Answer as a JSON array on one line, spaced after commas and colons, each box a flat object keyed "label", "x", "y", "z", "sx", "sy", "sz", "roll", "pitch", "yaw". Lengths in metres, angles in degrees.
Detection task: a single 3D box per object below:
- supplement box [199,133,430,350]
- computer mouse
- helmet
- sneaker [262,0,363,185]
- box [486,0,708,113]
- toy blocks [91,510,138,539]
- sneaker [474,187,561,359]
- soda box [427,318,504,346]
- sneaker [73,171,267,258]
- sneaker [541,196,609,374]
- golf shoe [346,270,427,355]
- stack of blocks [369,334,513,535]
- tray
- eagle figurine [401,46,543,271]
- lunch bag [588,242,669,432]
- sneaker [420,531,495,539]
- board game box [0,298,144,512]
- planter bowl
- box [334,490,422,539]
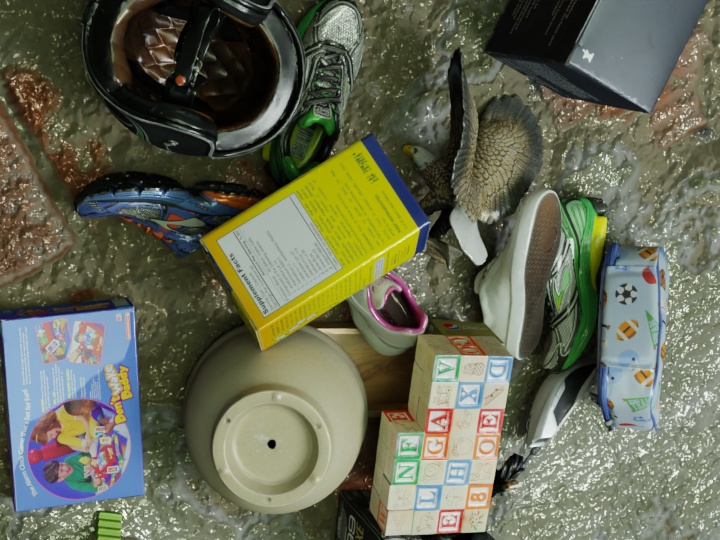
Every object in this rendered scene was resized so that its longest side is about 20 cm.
[{"label": "supplement box", "x": -0.044, "y": -0.026, "z": 1.374, "sx": 0.199, "sy": 0.110, "sz": 0.109, "roll": -32, "pitch": 79, "yaw": -8}, {"label": "computer mouse", "x": 0.205, "y": 0.169, "z": 1.590, "sx": 0.044, "sy": 0.110, "sz": 0.200, "roll": 37, "pitch": 75, "yaw": 5}, {"label": "helmet", "x": -0.157, "y": -0.201, "z": 1.328, "sx": 0.198, "sy": 0.191, "sz": 0.202, "roll": 0, "pitch": 89, "yaw": 15}, {"label": "sneaker", "x": -0.037, "y": -0.178, "z": 1.421, "sx": 0.077, "sy": 0.085, "sz": 0.202, "roll": 13, "pitch": 96, "yaw": -21}, {"label": "box", "x": 0.255, "y": -0.282, "z": 1.446, "sx": 0.117, "sy": 0.200, "sz": 0.198, "roll": 26, "pitch": 93, "yaw": -22}, {"label": "toy blocks", "x": -0.258, "y": 0.369, "z": 1.437, "sx": 0.099, "sy": 0.137, "sz": 0.202, "roll": 11, "pitch": 98, "yaw": -21}, {"label": "sneaker", "x": 0.161, "y": -0.004, "z": 1.515, "sx": 0.073, "sy": 0.084, "sz": 0.202, "roll": -22, "pitch": 131, "yaw": -44}, {"label": "soda box", "x": 0.097, "y": 0.158, "z": 1.515, "sx": 0.067, "sy": 0.064, "sz": 0.202, "roll": 4, "pitch": 108, "yaw": -19}, {"label": "sneaker", "x": -0.190, "y": -0.051, "z": 1.410, "sx": 0.198, "sy": 0.075, "sz": 0.079, "roll": 6, "pitch": 103, "yaw": -18}, {"label": "sneaker", "x": 0.221, "y": 0.016, "z": 1.571, "sx": 0.084, "sy": 0.078, "sz": 0.202, "roll": 5, "pitch": 91, "yaw": -13}, {"label": "golf shoe", "x": 0.000, "y": 0.000, "z": 1.461, "sx": 0.200, "sy": 0.091, "sz": 0.075, "roll": 47, "pitch": 71, "yaw": -7}, {"label": "stack of blocks", "x": 0.082, "y": 0.170, "z": 1.447, "sx": 0.114, "sy": 0.059, "sz": 0.202, "roll": 2, "pitch": 109, "yaw": -18}, {"label": "tray", "x": 0.025, "y": 0.108, "z": 1.535, "sx": 0.198, "sy": 0.037, "sz": 0.100, "roll": 1, "pitch": 101, "yaw": -18}, {"label": "eagle figurine", "x": 0.108, "y": -0.112, "z": 1.473, "sx": 0.150, "sy": 0.152, "sz": 0.201, "roll": 35, "pitch": 94, "yaw": -1}, {"label": "lunch bag", "x": 0.301, "y": 0.080, "z": 1.543, "sx": 0.075, "sy": 0.160, "sz": 0.202, "roll": 4, "pitch": 73, "yaw": 15}, {"label": "sneaker", "x": 0.078, "y": 0.365, "z": 1.587, "sx": 0.199, "sy": 0.076, "sz": 0.115, "roll": -39, "pitch": 109, "yaw": -11}, {"label": "board game box", "x": -0.294, "y": 0.136, "z": 1.426, "sx": 0.133, "sy": 0.045, "sz": 0.202, "roll": -5, "pitch": 102, "yaw": -18}, {"label": "planter bowl", "x": -0.089, "y": 0.164, "z": 1.428, "sx": 0.198, "sy": 0.135, "sz": 0.202, "roll": 0, "pitch": 101, "yaw": -1}, {"label": "box", "x": 0.012, "y": 0.360, "z": 1.517, "sx": 0.049, "sy": 0.158, "sz": 0.202, "roll": 2, "pitch": 101, "yaw": -19}]
